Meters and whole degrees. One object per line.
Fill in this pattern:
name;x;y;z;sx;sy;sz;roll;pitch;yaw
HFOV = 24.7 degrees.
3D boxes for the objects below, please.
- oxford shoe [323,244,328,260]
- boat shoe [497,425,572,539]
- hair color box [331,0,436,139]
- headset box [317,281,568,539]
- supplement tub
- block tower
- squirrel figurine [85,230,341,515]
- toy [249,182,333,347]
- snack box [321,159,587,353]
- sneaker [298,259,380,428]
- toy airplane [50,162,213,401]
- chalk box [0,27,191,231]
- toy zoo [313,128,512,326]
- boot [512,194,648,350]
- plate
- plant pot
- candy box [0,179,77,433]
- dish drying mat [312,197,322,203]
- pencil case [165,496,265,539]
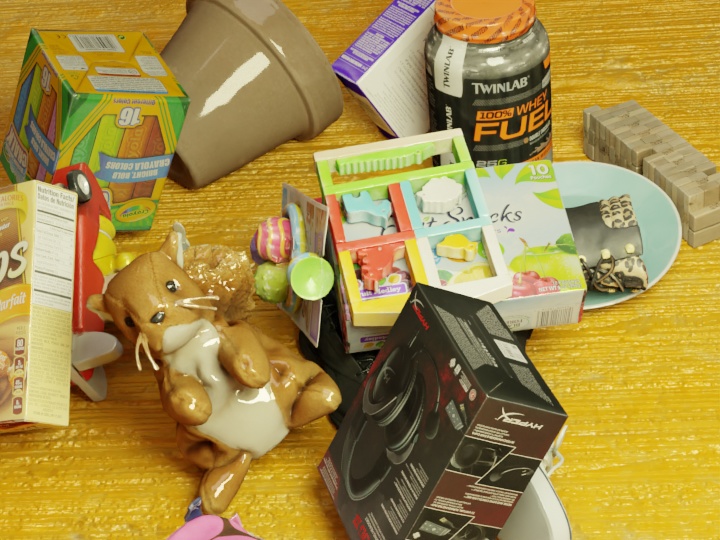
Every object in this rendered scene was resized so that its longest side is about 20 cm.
oxford shoe;0.000;0.000;1.493;0.199;0.072;0.073;18;44;30
boat shoe;0.122;0.142;1.277;0.086;0.075;0.202;-8;40;-30
hair color box;0.076;-0.238;1.709;0.200;0.109;0.065;-45;38;-5
headset box;0.051;0.135;1.208;0.077;0.201;0.149;16;25;-28
supplement tub;0.125;-0.171;1.599;0.122;0.201;0.123;-5;36;3
block tower;0.291;-0.100;1.600;0.058;0.054;0.200;-19;38;-18
squirrel figurine;-0.132;0.057;1.317;0.141;0.187;0.200;-40;22;8
toy;-0.068;-0.009;1.412;0.047;0.116;0.200;2;8;-16
snack box;0.075;-0.014;1.368;0.199;0.053;0.143;-7;52;-5
sneaker;-0.006;0.065;1.386;0.076;0.091;0.200;-18;38;-19
toy airplane;-0.240;0.024;1.465;0.199;0.141;0.200;30;86;29
chalk box;-0.264;-0.116;1.586;0.124;0.201;0.124;-4;39;-33
toy zoo;0.043;-0.026;1.331;0.130;0.021;0.201;-10;53;-6
boot;0.173;0.012;1.421;0.150;0.073;0.201;-8;44;6
plate;0.197;-0.028;1.523;0.199;0.026;0.201;-6;45;6
plant pot;-0.145;-0.179;1.694;0.175;0.201;0.200;-45;47;-16
candy box;-0.299;0.034;1.380;0.115;0.201;0.055;-9;-15;33
dish drying mat;0.047;-0.056;1.506;0.199;0.018;0.077;-13;38;-33
pencil case;-0.059;0.244;1.151;0.093;0.091;0.200;-27;42;-37
